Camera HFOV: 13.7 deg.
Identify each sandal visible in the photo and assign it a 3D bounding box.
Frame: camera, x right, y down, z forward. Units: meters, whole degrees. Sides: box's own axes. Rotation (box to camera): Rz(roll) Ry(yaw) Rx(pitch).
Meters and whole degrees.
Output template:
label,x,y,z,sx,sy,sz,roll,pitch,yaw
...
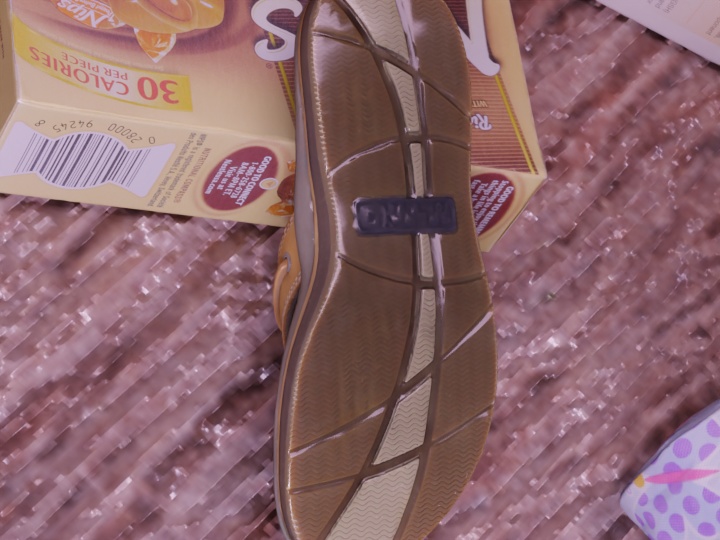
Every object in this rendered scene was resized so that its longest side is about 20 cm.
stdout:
label,x,y,z,sx,sy,sz,roll,pitch,yaw
sandal,0.000,0.000,0.998,0.080,0.054,0.201,3,82,-30

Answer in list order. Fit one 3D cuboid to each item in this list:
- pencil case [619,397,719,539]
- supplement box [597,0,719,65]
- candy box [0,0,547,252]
label,x,y,z,sx,sy,sz,roll,pitch,yaw
pencil case,0.175,0.125,1.008,0.200,0.083,0.091,52,30,12
supplement box,0.193,-0.132,1.176,0.199,0.126,0.074,27,47,-10
candy box,-0.040,-0.077,1.054,0.199,0.055,0.116,7,55,-25
